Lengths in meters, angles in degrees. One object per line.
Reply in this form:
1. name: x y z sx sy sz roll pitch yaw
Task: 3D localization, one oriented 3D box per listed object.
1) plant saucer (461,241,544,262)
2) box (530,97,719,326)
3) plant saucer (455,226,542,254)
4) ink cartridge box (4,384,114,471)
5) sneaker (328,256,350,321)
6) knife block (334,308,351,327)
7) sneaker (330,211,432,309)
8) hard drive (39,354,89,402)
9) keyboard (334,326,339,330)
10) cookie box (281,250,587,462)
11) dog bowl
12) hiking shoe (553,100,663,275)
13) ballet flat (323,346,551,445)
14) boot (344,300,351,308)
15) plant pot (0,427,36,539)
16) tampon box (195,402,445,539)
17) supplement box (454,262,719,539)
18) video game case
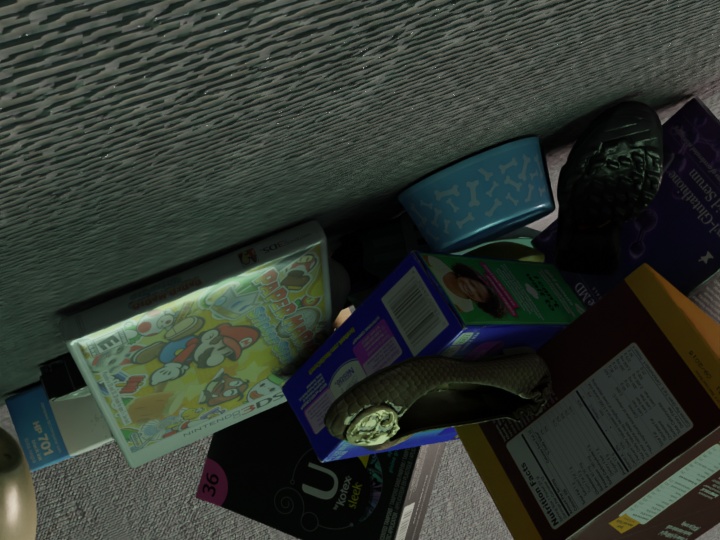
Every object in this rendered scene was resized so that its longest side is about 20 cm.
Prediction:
1. plant saucer: 0.073 0.029 0.907 0.199 0.031 0.200 -30 167 -8
2. box: 0.278 -0.022 0.898 0.200 0.149 0.104 -43 140 17
3. plant saucer: 0.119 0.007 1.023 0.198 0.036 0.201 -10 151 -5
4. ink cartridge box: -0.258 0.136 1.101 0.198 0.087 0.146 -21 176 1
5. sneaker: -0.100 0.041 0.784 0.198 0.079 0.099 -23 173 -2
6. knife block: -0.070 0.051 1.132 0.198 0.065 0.175 -20 176 -29
7. sneaker: 0.000 0.000 0.908 0.087 0.075 0.200 -10 162 -14
8. hard drive: -0.187 0.070 0.954 0.198 0.038 0.140 -21 176 -1
9. keyboard: -0.033 0.077 1.106 0.199 0.021 0.127 -31 173 35
10. cookie box: 0.067 0.068 0.800 0.199 0.076 0.171 2 139 -50
11. dog bowl: 0.097 -0.052 0.778 0.111 0.050 0.200 -23 176 13
12. hiking shoe: 0.189 -0.081 0.803 0.075 0.102 0.201 6 150 1
13. ballet flat: 0.062 0.091 0.697 0.198 0.047 0.068 -4 142 -40
14. boot: 0.051 -0.009 1.084 0.198 0.065 0.186 -17 173 -7
15. plant pot: -0.384 0.213 0.937 0.135 0.199 0.200 -60 165 13
16. tampon box: -0.031 0.173 0.976 0.198 0.152 0.126 16 180 17
17. supplement box: 0.220 0.134 0.808 0.200 0.133 0.197 -42 142 17
18. video game case: -0.104 0.061 0.732 0.180 0.023 0.201 -22 148 -13
